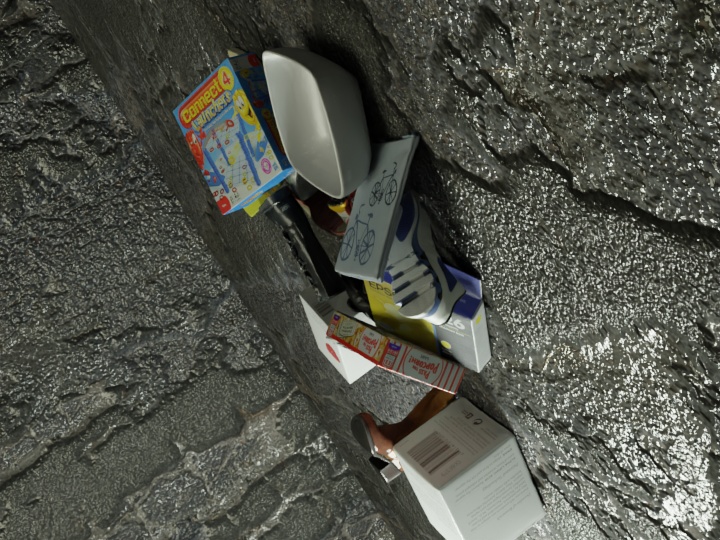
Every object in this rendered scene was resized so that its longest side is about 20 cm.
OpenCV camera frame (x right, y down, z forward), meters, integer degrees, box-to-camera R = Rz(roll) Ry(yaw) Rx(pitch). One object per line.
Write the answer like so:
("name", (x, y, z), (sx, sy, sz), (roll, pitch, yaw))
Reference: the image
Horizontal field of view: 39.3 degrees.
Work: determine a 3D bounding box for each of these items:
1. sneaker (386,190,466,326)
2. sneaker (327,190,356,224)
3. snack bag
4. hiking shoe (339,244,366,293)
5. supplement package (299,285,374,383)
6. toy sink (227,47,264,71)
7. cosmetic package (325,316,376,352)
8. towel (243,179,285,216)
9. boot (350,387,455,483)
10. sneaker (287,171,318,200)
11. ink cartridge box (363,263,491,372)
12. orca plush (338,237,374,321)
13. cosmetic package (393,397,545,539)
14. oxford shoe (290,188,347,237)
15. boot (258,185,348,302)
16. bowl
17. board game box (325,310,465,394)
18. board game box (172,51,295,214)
("sneaker", (0.084, 0.000, 1.395), (0.115, 0.080, 0.200), (38, -148, -49))
("sneaker", (0.020, -0.089, 1.540), (0.082, 0.078, 0.200), (49, 174, -18))
("snack bag", (0.022, -0.085, 1.371), (0.021, 0.201, 0.188), (16, 178, -18))
("hiking shoe", (0.046, 0.025, 1.649), (0.201, 0.086, 0.074), (58, 166, -8))
("supplement package", (-0.024, 0.106, 1.997), (0.121, 0.119, 0.200), (45, 163, 34))
("toy sink", (-0.208, -0.272, 1.785), (0.130, 0.112, 0.201), (36, 155, 52))
("cosmetic package", (0.045, 0.138, 1.762), (0.199, 0.051, 0.082), (26, 172, -24))
("towel", (-0.188, -0.156, 1.763), (0.086, 0.018, 0.200), (51, 156, -3))
("boot", (0.090, 0.267, 1.811), (0.068, 0.200, 0.189), (33, 158, 52))
("sneaker", (-0.119, -0.219, 1.678), (0.118, 0.074, 0.201), (37, 148, 36))
("ink cartridge box", (0.096, 0.051, 1.509), (0.197, 0.047, 0.200), (24, 153, 28))
("orca plush", (0.000, 0.000, 1.710), (0.071, 0.105, 0.201), (26, -133, -55))
("cosmetic package", (0.191, 0.369, 1.770), (0.165, 0.165, 0.201), (34, 154, 57))
("oxford shoe", (-0.051, -0.103, 1.758), (0.074, 0.071, 0.200), (49, 180, -38))
("boot", (-0.095, -0.042, 1.734), (0.201, 0.065, 0.165), (56, 179, -3))
("bowl", (-0.053, -0.216, 1.421), (0.200, 0.074, 0.201), (38, 145, 54))
("board game box", (0.052, 0.128, 1.604), (0.151, 0.047, 0.200), (23, 180, -26))
("board game box", (-0.199, -0.218, 1.635), (0.200, 0.056, 0.197), (-29, 87, 49))
